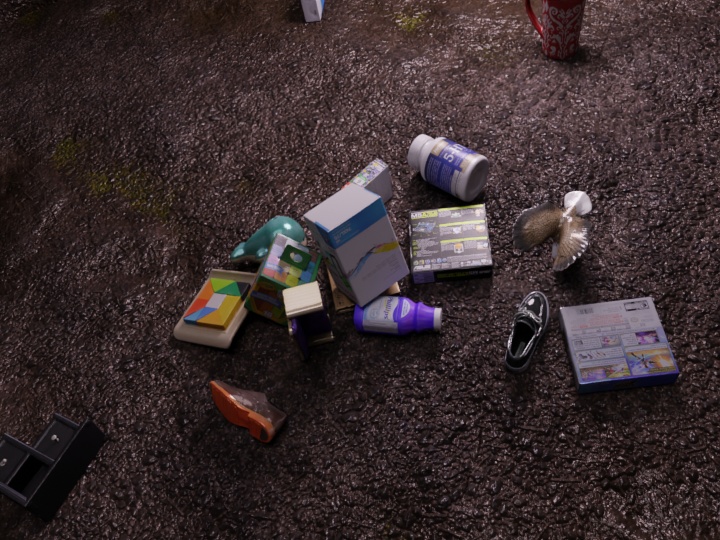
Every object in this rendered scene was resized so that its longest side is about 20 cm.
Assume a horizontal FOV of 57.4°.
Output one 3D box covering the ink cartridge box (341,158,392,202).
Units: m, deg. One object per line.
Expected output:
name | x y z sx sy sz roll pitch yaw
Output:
ink cartridge box | -0.003 -0.181 1.680 0.050 0.110 0.199 34 65 32

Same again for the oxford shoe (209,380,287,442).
oxford shoe | -0.243 0.289 1.407 0.197 0.073 0.072 30 43 25

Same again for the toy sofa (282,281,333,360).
toy sofa | -0.108 0.113 1.416 0.080 0.201 0.100 -13 64 -2

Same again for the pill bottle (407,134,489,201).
pill bottle | 0.222 -0.272 1.698 0.198 0.121 0.120 32 64 30

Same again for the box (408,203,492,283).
box | 0.215 -0.067 1.590 0.193 0.048 0.197 -6 50 8

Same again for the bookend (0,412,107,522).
bookend | -0.684 0.386 1.395 0.194 0.093 0.203 17 57 23

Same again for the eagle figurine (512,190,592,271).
eagle figurine | 0.449 -0.085 1.492 0.149 0.198 0.155 -22 87 35

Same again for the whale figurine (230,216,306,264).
whale figurine | -0.233 -0.073 1.636 0.194 0.107 0.160 -8 20 17

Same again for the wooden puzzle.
wooden puzzle | -0.340 0.083 1.573 0.180 0.038 0.204 5 54 29

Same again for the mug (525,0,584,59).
mug | 0.584 -0.754 1.943 0.131 0.203 0.179 -28 51 -11

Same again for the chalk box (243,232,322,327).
chalk box | -0.169 0.015 1.487 0.122 0.201 0.127 24 54 -10

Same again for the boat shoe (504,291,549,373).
boat shoe | 0.354 0.117 1.404 0.072 0.069 0.201 20 59 25

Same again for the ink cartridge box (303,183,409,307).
ink cartridge box | -0.008 -0.059 1.476 0.144 0.204 0.146 -33 29 -14

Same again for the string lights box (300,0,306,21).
string lights box | -0.166 -0.990 2.341 0.057 0.104 0.205 -2 52 10

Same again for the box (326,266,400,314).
box | 0.000 0.000 1.597 0.158 0.022 0.204 -15 51 0

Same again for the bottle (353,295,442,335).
bottle | 0.084 0.102 1.473 0.193 0.066 0.085 4 52 14

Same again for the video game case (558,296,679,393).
video game case | 0.526 0.152 1.356 0.193 0.046 0.185 -7 50 6
